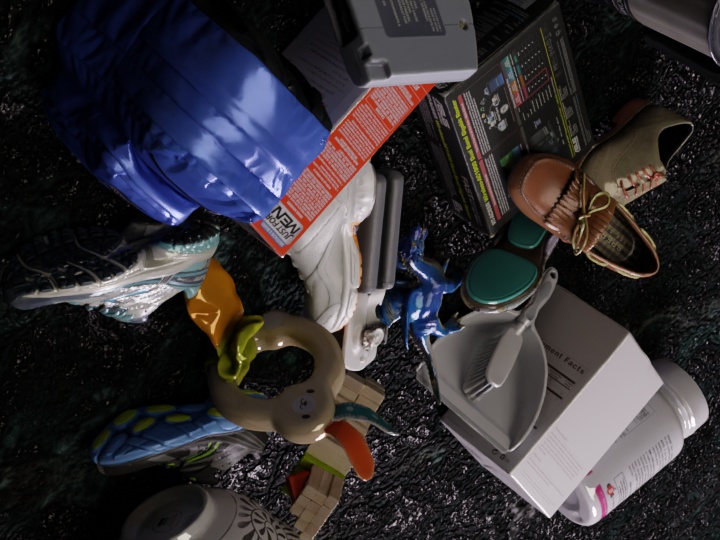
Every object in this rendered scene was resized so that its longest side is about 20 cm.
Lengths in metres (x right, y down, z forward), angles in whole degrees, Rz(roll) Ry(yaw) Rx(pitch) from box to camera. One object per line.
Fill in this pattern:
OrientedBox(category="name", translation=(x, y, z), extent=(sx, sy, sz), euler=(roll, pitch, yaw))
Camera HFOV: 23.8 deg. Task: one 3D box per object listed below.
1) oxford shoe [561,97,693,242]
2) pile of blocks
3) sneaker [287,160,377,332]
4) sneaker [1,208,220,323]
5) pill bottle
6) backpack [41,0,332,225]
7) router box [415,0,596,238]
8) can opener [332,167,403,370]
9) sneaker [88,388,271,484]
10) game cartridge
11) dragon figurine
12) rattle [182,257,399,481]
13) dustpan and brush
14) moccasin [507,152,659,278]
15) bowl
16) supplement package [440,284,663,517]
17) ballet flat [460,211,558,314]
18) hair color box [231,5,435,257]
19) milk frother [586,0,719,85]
OrientedBox(category="oxford shoe", translation=(0.271, -0.102, 1.756), extent=(0.200, 0.075, 0.071), euler=(-53, 141, -26))
OrientedBox(category="pile of blocks", translation=(-0.039, 0.173, 1.674), extent=(0.082, 0.062, 0.200), euler=(-53, -173, 45))
OrientedBox(category="sneaker", translation=(-0.047, -0.029, 1.553), extent=(0.092, 0.076, 0.200), euler=(-4, 125, -18))
OrientedBox(category="sneaker", translation=(-0.203, 0.012, 1.415), extent=(0.200, 0.078, 0.086), euler=(-15, 130, -36))
OrientedBox(category="pill bottle", translation=(0.304, 0.197, 2.001), extent=(0.200, 0.113, 0.114), euler=(-35, 136, -20))
OrientedBox(category="backpack", translation=(-0.128, -0.119, 1.298), extent=(0.168, 0.200, 0.162), euler=(-54, 141, 0))
OrientedBox(category="router box", translation=(0.136, -0.152, 1.634), extent=(0.150, 0.062, 0.200), euler=(-41, 138, -16))
OrientedBox(category="can opener", translation=(0.000, 0.000, 1.617), extent=(0.053, 0.066, 0.200), euler=(-14, 118, -50))
OrientedBox(category="sneaker", translation=(-0.157, 0.163, 1.567), extent=(0.199, 0.071, 0.083), euler=(-8, 116, -44))
OrientedBox(category="game cartridge", translation=(0.022, -0.244, 1.388), extent=(0.133, 0.200, 0.042), euler=(-7, 165, -44))
OrientedBox(category="dragon figurine", translation=(0.050, 0.039, 1.686), extent=(0.099, 0.059, 0.200), euler=(-11, 120, -36))
OrientedBox(category="rattle", translation=(-0.058, 0.079, 1.500), extent=(0.130, 0.200, 0.143), euler=(-19, 130, -28))
OrientedBox(category="dustpan and brush", translation=(0.156, 0.073, 1.797), extent=(0.140, 0.057, 0.200), euler=(41, 49, -11))
OrientedBox(category="moccasin", translation=(0.219, -0.049, 1.663), extent=(0.074, 0.078, 0.201), euler=(-51, 126, -3))
OrientedBox(category="bowl", translation=(-0.160, 0.259, 1.562), extent=(0.201, 0.201, 0.094), euler=(-36, 118, -20))
OrientedBox(category="supplement package", translation=(0.210, 0.142, 1.866), extent=(0.200, 0.120, 0.121), euler=(-48, 138, -7))
OrientedBox(category="ballet flat", translation=(0.152, -0.001, 1.708), extent=(0.200, 0.072, 0.072), euler=(-54, 150, -46))
OrientedBox(category="hair color box", translation=(-0.045, -0.122, 1.444), extent=(0.200, 0.111, 0.064), euler=(-48, 139, -6))
OrientedBox(category="milk frother", translation=(0.338, -0.299, 1.628), extent=(0.200, 0.188, 0.180), euler=(-55, 141, 1))
